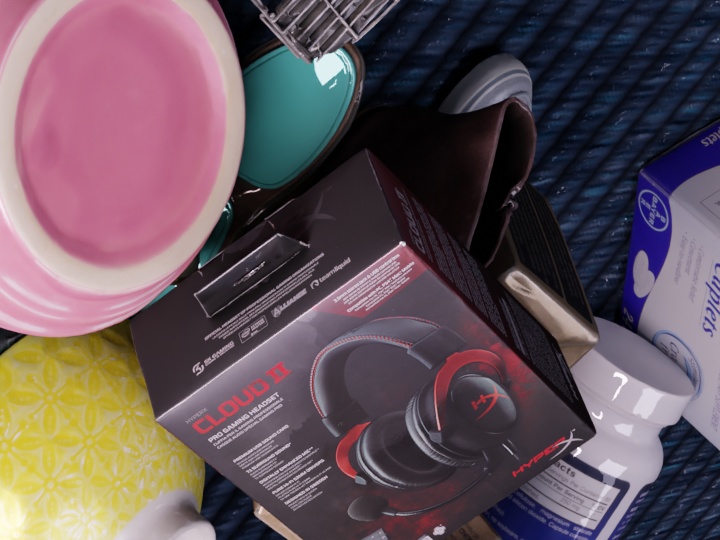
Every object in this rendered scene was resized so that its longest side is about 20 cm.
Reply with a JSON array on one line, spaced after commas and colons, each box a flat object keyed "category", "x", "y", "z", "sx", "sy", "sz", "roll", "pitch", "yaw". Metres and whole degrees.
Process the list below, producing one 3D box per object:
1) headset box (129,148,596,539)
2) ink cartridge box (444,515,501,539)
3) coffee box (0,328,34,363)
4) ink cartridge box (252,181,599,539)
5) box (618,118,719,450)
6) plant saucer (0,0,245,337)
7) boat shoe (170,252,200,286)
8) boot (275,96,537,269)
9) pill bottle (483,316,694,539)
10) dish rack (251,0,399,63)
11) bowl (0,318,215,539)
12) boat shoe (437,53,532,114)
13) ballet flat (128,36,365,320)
[{"category": "headset box", "x": -0.003, "y": 0.046, "z": 1.206, "sx": 0.148, "sy": 0.075, "sz": 0.200, "roll": -35, "pitch": 131, "yaw": 12}, {"category": "ink cartridge box", "x": 0.030, "y": 0.172, "z": 1.541, "sx": 0.075, "sy": 0.165, "sz": 0.200, "roll": -38, "pitch": 146, "yaw": -8}, {"category": "coffee box", "x": -0.187, "y": 0.089, "z": 1.301, "sx": 0.123, "sy": 0.044, "sz": 0.201, "roll": -31, "pitch": 147, "yaw": -49}, {"category": "ink cartridge box", "x": 0.025, "y": 0.043, "z": 1.370, "sx": 0.075, "sy": 0.165, "sz": 0.200, "roll": 38, "pitch": 109, "yaw": -23}, {"category": "box", "x": 0.276, "y": 0.031, "z": 1.663, "sx": 0.105, "sy": 0.200, "sz": 0.185, "roll": -29, "pitch": 144, "yaw": -25}, {"category": "plant saucer", "x": -0.123, "y": -0.067, "z": 1.147, "sx": 0.200, "sy": 0.051, "sz": 0.202, "roll": -12, "pitch": 107, "yaw": -44}, {"category": "boat shoe", "x": -0.156, "y": -0.041, "z": 1.205, "sx": 0.200, "sy": 0.071, "sz": 0.066, "roll": 17, "pitch": 80, "yaw": -42}, {"category": "boot", "x": 0.000, "y": 0.000, "z": 1.297, "sx": 0.072, "sy": 0.166, "sz": 0.201, "roll": 33, "pitch": 69, "yaw": -31}, {"category": "pill bottle", "x": 0.133, "y": 0.137, "z": 1.688, "sx": 0.115, "sy": 0.116, "sz": 0.201, "roll": 8, "pitch": 119, "yaw": -53}, {"category": "dish rack", "x": -0.027, "y": -0.197, "z": 1.168, "sx": 0.153, "sy": 0.055, "sz": 0.200, "roll": -46, "pitch": 138, "yaw": -2}, {"category": "bowl", "x": -0.138, "y": 0.131, "z": 1.257, "sx": 0.200, "sy": 0.107, "sz": 0.201, "roll": -45, "pitch": 156, "yaw": -27}, {"category": "boat shoe", "x": 0.069, "y": -0.029, "z": 1.473, "sx": 0.070, "sy": 0.071, "sz": 0.202, "roll": -14, "pitch": 134, "yaw": -42}, {"category": "ballet flat", "x": -0.065, "y": -0.055, "z": 1.298, "sx": 0.200, "sy": 0.068, "sz": 0.068, "roll": -49, "pitch": -175, "yaw": 22}]
